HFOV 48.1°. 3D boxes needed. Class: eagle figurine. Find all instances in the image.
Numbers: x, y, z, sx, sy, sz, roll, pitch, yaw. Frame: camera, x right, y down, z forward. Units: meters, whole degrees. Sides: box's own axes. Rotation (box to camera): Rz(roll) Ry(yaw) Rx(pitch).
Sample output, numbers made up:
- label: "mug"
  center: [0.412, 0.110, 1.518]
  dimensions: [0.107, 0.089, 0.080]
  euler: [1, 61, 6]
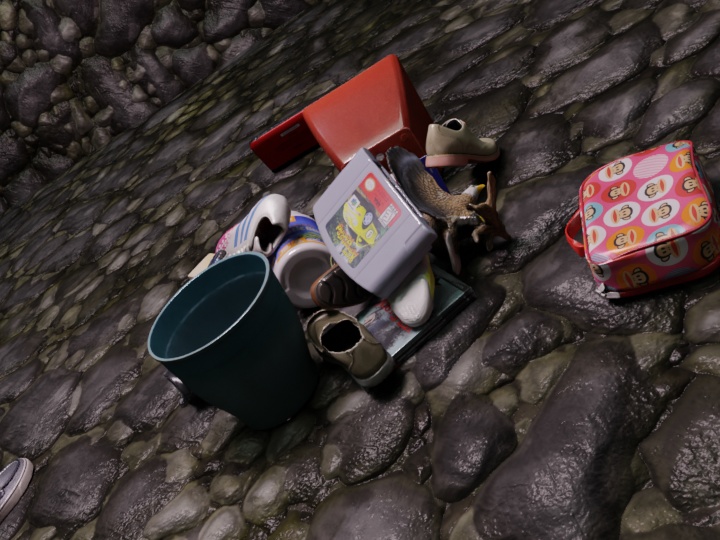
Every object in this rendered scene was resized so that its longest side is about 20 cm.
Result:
- label: "eagle figurine"
  center: [0.123, -0.090, 1.179]
  dimensions: [0.198, 0.154, 0.150]
  euler: [19, 17, 38]

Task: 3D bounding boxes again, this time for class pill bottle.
- label: "pill bottle"
  center: [-0.104, -0.029, 1.356]
  dimensions: [0.111, 0.113, 0.200]
  euler: [-34, 29, 1]

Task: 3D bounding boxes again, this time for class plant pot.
- label: "plant pot"
  center: [0.038, -0.215, 1.418]
  dimensions: [0.198, 0.200, 0.177]
  euler: [-29, 39, 10]
- label: "plant pot"
  center: [-0.158, 0.111, 1.124]
  dimensions: [0.198, 0.189, 0.201]
  euler: [-26, 31, 17]

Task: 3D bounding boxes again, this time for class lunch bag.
- label: "lunch bag"
  center: [0.331, -0.061, 0.965]
  dimensions: [0.174, 0.082, 0.201]
  euler: [-20, 33, 28]

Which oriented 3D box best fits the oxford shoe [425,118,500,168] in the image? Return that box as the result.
- label: "oxford shoe"
  center: [0.170, -0.208, 1.298]
  dimensions: [0.070, 0.075, 0.199]
  euler: [0, 10, 33]

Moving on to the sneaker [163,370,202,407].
- label: "sneaker"
  center: [-0.261, 0.140, 1.308]
  dimensions: [0.113, 0.076, 0.201]
  euler: [-30, 31, 4]

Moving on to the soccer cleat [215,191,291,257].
- label: "soccer cleat"
  center: [-0.179, -0.040, 1.302]
  dimensions: [0.200, 0.069, 0.087]
  euler: [-47, 35, 33]

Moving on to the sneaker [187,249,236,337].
- label: "sneaker"
  center: [-0.224, 0.074, 1.220]
  dimensions: [0.202, 0.076, 0.076]
  euler: [-63, 17, 5]

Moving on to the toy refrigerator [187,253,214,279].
- label: "toy refrigerator"
  center: [-0.222, 0.021, 1.449]
  dimensions: [0.199, 0.076, 0.070]
  euler: [7, 48, 52]

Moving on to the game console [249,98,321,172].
- label: "game console"
  center: [-0.147, -0.329, 1.859]
  dimensions: [0.198, 0.172, 0.120]
  euler: [-29, 55, 11]

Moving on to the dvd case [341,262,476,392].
- label: "dvd case"
  center: [0.051, 0.071, 1.134]
  dimensions: [0.199, 0.022, 0.146]
  euler: [-39, 28, -8]

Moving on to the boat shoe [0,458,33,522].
- label: "boat shoe"
  center: [-0.632, 0.377, 1.336]
  dimensions: [0.074, 0.093, 0.201]
  euler: [-15, 35, 32]

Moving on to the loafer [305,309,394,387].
- label: "loafer"
  center: [-0.023, 0.088, 1.094]
  dimensions: [0.075, 0.070, 0.199]
  euler: [-43, 29, -13]

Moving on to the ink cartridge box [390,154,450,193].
- label: "ink cartridge box"
  center: [0.047, -0.100, 1.318]
  dimensions: [0.198, 0.095, 0.037]
  euler: [-29, 29, 12]

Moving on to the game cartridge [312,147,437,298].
- label: "game cartridge"
  center: [0.011, -0.063, 1.115]
  dimensions: [0.134, 0.041, 0.201]
  euler: [-51, 49, 19]

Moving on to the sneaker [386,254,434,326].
- label: "sneaker"
  center: [0.076, -0.006, 1.136]
  dimensions: [0.075, 0.105, 0.203]
  euler: [-26, 59, 23]

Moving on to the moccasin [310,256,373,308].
- label: "moccasin"
  center: [-0.001, -0.002, 1.210]
  dimensions: [0.077, 0.074, 0.201]
  euler: [-8, 24, 50]
